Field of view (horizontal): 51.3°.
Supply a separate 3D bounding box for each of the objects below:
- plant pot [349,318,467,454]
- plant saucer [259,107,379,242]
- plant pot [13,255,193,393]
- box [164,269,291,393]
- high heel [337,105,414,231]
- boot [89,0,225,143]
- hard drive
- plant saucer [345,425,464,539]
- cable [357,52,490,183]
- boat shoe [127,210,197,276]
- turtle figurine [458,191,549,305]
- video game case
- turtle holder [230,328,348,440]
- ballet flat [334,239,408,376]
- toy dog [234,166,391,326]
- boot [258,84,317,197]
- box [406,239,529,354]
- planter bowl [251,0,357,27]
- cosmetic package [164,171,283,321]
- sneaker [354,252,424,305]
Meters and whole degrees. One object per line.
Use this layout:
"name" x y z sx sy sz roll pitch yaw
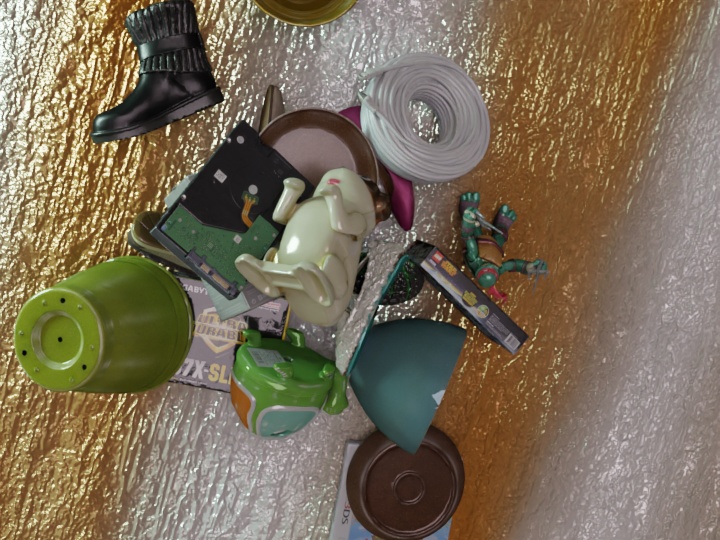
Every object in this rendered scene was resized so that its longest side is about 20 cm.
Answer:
"plant pot" 0.060 0.154 1.129 0.133 0.200 0.203 24 92 5
"plant saucer" -0.072 -0.132 1.088 0.197 0.037 0.204 -3 100 -15
"plant pot" -0.357 0.083 1.019 0.196 0.193 0.205 0 92 10
"box" -0.215 0.099 1.145 0.196 0.049 0.163 12 95 -10
"high heel" 0.020 -0.152 1.144 0.095 0.067 0.204 -13 83 -17
"boot" -0.311 -0.284 1.073 0.209 0.079 0.160 -26 106 -16
"hard drive" -0.165 -0.081 0.996 0.139 0.038 0.202 41 62 -18
"plant saucer" 0.076 0.343 1.199 0.196 0.034 0.204 -1 95 -7
"cable" 0.096 -0.225 1.119 0.198 0.069 0.202 -30 90 -27
"boat shoe" -0.250 -0.030 1.119 0.198 0.064 0.074 26 62 -26
"turtle figurine" 0.195 -0.036 1.120 0.149 0.201 0.101 36 120 -21
"video game case" 0.057 0.381 1.227 0.196 0.022 0.186 10 94 -10
"turtle holder" -0.108 0.167 1.092 0.140 0.185 0.134 28 108 25
"ballet flat" 0.001 0.047 1.063 0.071 0.072 0.203 25 94 -10
"toy dog" -0.034 -0.043 0.984 0.194 0.138 0.202 48 57 -38
"boot" -0.086 -0.165 1.134 0.144 0.070 0.204 8 95 -16
"box" 0.158 0.037 1.150 0.200 0.137 0.040 43 89 -11
"planter bowl" -0.085 -0.451 1.091 0.196 0.083 0.205 -1 96 -8
"cosmetic package" -0.188 -0.040 1.059 0.089 0.106 0.203 -24 93 -35
"sneaker" 0.000 0.000 1.130 0.196 0.085 0.080 8 103 10
